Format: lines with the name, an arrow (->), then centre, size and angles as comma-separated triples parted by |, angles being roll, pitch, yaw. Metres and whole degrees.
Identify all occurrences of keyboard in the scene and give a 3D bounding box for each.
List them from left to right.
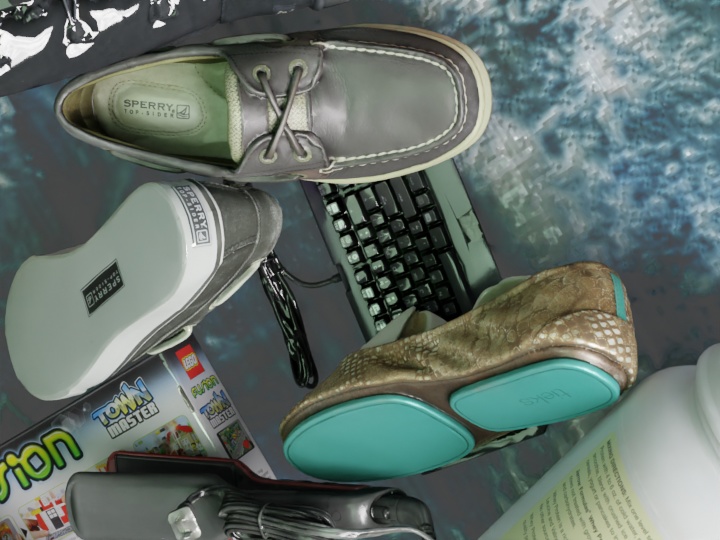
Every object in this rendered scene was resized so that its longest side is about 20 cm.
keyboard -> 0.000, 0.000, 0.923 | 0.126, 0.021, 0.201 | -21, 93, 27

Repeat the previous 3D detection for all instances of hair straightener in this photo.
hair straightener -> -0.054, 0.117, 0.895 | 0.199, 0.077, 0.041 | 7, 105, 29

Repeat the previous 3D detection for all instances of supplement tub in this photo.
supplement tub -> 0.132, 0.133, 0.828 | 0.145, 0.145, 0.200 | 46, 117, 7

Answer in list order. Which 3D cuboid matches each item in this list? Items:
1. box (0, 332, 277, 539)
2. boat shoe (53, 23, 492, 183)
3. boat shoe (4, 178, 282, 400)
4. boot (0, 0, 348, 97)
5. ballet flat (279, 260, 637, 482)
box -> -0.138, 0.125, 1.009 | 0.199, 0.035, 0.111 | -29, 90, 28
boat shoe -> -0.043, -0.069, 0.877 | 0.199, 0.066, 0.072 | 2, 103, 23
boat shoe -> -0.106, 0.012, 0.943 | 0.200, 0.063, 0.071 | -28, 74, 51
boot -> -0.116, -0.170, 0.846 | 0.198, 0.066, 0.166 | -15, 99, -10
ballet flat -> 0.044, 0.043, 0.871 | 0.199, 0.066, 0.070 | -18, 136, 41
